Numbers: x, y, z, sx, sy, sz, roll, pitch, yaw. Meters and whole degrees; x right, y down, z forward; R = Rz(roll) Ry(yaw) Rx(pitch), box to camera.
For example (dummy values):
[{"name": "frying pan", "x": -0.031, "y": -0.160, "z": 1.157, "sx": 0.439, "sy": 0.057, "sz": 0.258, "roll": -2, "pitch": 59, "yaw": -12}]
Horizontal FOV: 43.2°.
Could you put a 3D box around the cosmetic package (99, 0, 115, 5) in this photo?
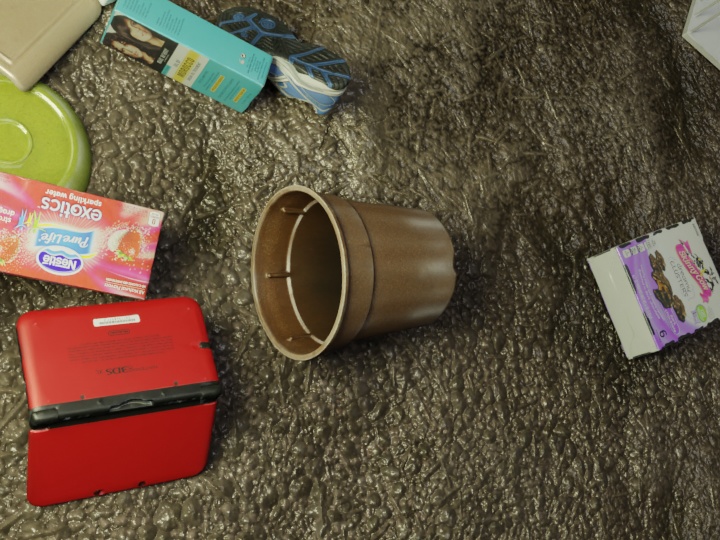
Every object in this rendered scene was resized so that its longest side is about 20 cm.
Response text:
[{"name": "cosmetic package", "x": -0.282, "y": -0.471, "z": 1.130, "sx": 0.199, "sy": 0.123, "sz": 0.201, "roll": -37, "pitch": 93, "yaw": -37}]

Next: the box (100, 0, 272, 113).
[{"name": "box", "x": -0.216, "y": -0.276, "z": 1.137, "sx": 0.198, "sy": 0.082, "sz": 0.050, "roll": 24, "pitch": 64, "yaw": -21}]

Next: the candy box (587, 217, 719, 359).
[{"name": "candy box", "x": 0.476, "y": 0.025, "z": 1.440, "sx": 0.198, "sy": 0.071, "sz": 0.170, "roll": -18, "pitch": 83, "yaw": -32}]

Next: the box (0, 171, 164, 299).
[{"name": "box", "x": -0.323, "y": -0.037, "z": 0.969, "sx": 0.198, "sy": 0.095, "sz": 0.101, "roll": 14, "pitch": 87, "yaw": -30}]

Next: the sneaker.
[{"name": "sneaker", "x": -0.110, "y": -0.275, "z": 1.206, "sx": 0.199, "sy": 0.077, "sz": 0.076, "roll": 34, "pitch": 55, "yaw": 5}]

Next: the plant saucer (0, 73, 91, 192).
[{"name": "plant saucer", "x": -0.398, "y": -0.140, "z": 1.019, "sx": 0.197, "sy": 0.031, "sz": 0.203, "roll": 10, "pitch": 69, "yaw": -27}]

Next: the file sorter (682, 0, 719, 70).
[{"name": "file sorter", "x": 0.721, "y": -0.499, "z": 1.722, "sx": 0.138, "sy": 0.124, "sz": 0.202, "roll": 34, "pitch": 60, "yaw": -16}]

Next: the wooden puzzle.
[{"name": "wooden puzzle", "x": -0.422, "y": -0.320, "z": 1.051, "sx": 0.199, "sy": 0.037, "sz": 0.186, "roll": 40, "pitch": 47, "yaw": -17}]

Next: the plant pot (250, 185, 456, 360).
[{"name": "plant pot", "x": 0.000, "y": 0.000, "z": 1.114, "sx": 0.196, "sy": 0.199, "sz": 0.203, "roll": -2, "pitch": 75, "yaw": -37}]

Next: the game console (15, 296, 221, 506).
[{"name": "game console", "x": -0.262, "y": 0.136, "z": 0.976, "sx": 0.198, "sy": 0.119, "sz": 0.174, "roll": -5, "pitch": 64, "yaw": -31}]
